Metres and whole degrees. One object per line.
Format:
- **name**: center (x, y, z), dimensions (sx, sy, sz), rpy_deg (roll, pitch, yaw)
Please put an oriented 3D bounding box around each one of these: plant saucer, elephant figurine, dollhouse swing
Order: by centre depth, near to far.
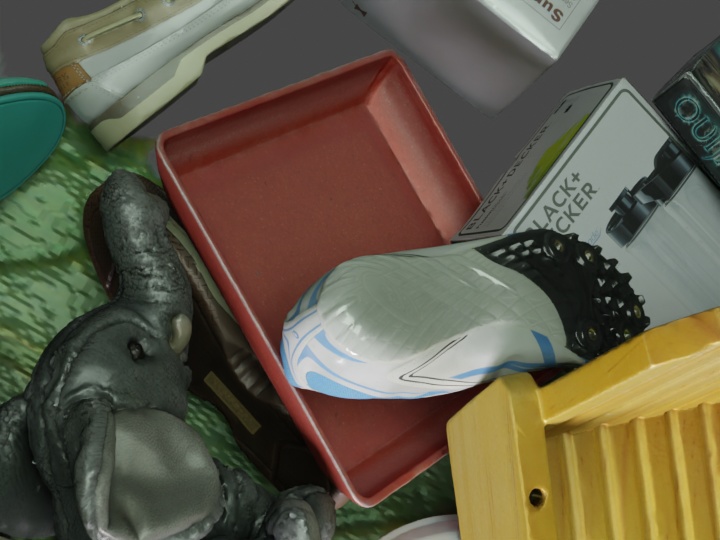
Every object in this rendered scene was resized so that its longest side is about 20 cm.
- **dollhouse swing**: center (0.172, 0.101, 0.753), dimensions (0.199, 0.176, 0.183), rpy_deg (-8, 90, -27)
- **elephant figurine**: center (-0.113, 0.086, 0.764), dimensions (0.141, 0.155, 0.200), rpy_deg (-29, 112, 15)
- **plant saucer**: center (0.000, 0.000, 0.841), dimensions (0.199, 0.037, 0.201), rpy_deg (-28, 88, -48)

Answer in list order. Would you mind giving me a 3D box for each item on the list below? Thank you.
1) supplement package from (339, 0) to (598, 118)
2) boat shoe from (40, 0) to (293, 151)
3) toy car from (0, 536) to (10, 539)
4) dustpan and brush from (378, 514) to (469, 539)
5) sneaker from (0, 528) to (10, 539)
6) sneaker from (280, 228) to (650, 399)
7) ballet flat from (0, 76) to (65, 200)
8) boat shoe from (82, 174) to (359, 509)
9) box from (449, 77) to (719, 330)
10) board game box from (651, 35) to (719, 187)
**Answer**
- **supplement package**: center (0.096, -0.205, 0.898), dimensions (0.117, 0.117, 0.200), rpy_deg (37, 74, -5)
- **boat shoe**: center (-0.078, -0.151, 0.869), dimensions (0.200, 0.075, 0.068), rpy_deg (-42, 97, -16)
- **toy car**: center (-0.185, 0.203, 0.619), dimensions (0.177, 0.200, 0.184), rpy_deg (-40, 106, 6)
- **dustpan and brush**: center (0.089, 0.175, 0.841), dimensions (0.199, 0.057, 0.140), rpy_deg (-17, 94, -28)
- **sneaker**: center (-0.255, 0.091, 0.791), dimensions (0.199, 0.076, 0.091), rpy_deg (29, 54, -3)
- **sneaker**: center (0.052, 0.024, 0.781), dimensions (0.199, 0.072, 0.072), rpy_deg (-2, 70, -32)
- **ballet flat**: center (-0.228, -0.047, 0.801), dimensions (0.070, 0.068, 0.200), rpy_deg (20, 41, 22)
- **boat shoe**: center (-0.060, 0.029, 0.851), dimensions (0.203, 0.075, 0.075), rpy_deg (53, 46, -2)
- **box**: center (0.158, 0.009, 0.883), dimensions (0.200, 0.060, 0.117), rpy_deg (45, 72, -15)
- **board game box**: center (0.242, -0.036, 0.903), dimensions (0.028, 0.135, 0.200), rpy_deg (-38, 91, 26)
